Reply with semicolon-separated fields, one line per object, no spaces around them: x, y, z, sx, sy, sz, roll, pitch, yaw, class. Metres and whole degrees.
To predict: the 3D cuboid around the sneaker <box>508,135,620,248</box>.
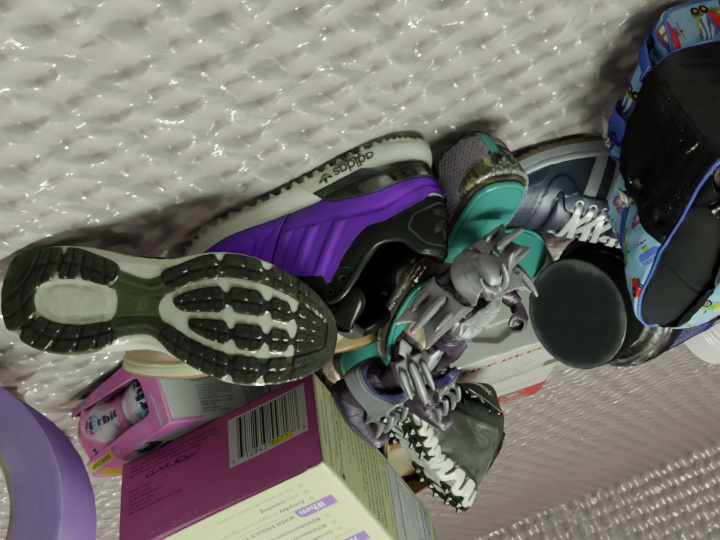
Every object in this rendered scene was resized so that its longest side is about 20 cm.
0.177;-0.034;0.934;0.199;0.109;0.070;-12;160;-25;sneaker

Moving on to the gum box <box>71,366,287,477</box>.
-0.126;0.111;1.084;0.199;0.066;0.113;0;152;-46;gum box

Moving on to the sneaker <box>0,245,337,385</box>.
-0.111;0.021;0.809;0.199;0.077;0.089;10;-179;-1;sneaker

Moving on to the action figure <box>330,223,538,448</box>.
0.054;0.045;0.849;0.130;0.070;0.200;-27;162;-32;action figure

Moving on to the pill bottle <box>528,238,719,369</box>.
0.222;0.012;1.050;0.199;0.112;0.112;-18;166;-48;pill bottle

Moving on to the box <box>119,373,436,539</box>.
-0.058;0.204;1.026;0.175;0.097;0.200;-27;127;14;box

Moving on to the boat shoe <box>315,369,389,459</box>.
-0.004;0.102;1.063;0.072;0.059;0.201;-21;131;-36;boat shoe

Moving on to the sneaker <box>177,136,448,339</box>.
-0.031;0.003;0.829;0.199;0.100;0.069;-29;158;21;sneaker

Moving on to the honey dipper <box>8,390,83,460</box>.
-0.258;0.135;1.068;0.038;0.038;0.200;-18;159;-8;honey dipper

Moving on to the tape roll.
-0.282;0.169;0.877;0.199;0.201;0.085;-20;161;-1;tape roll

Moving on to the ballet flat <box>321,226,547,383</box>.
0.047;0.017;0.993;0.199;0.068;0.067;-29;-159;-19;ballet flat

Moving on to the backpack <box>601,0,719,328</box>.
0.237;-0.060;0.829;0.182;0.135;0.200;-16;148;-19;backpack

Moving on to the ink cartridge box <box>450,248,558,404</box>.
0.096;0.065;1.165;0.146;0.083;0.200;-16;161;-10;ink cartridge box

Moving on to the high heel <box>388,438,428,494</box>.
0.016;0.176;1.139;0.199;0.068;0.096;-29;-177;-22;high heel

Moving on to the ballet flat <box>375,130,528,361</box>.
0.054;-0.018;0.894;0.072;0.072;0.201;-9;145;-30;ballet flat

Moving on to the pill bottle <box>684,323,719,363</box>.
0.401;0.009;1.273;0.119;0.120;0.200;-4;156;-41;pill bottle

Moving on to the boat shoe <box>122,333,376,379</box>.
-0.084;0.035;0.929;0.199;0.065;0.072;-10;-179;29;boat shoe

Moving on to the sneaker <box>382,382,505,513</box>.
0.068;0.115;1.051;0.091;0.066;0.200;-50;145;-13;sneaker
